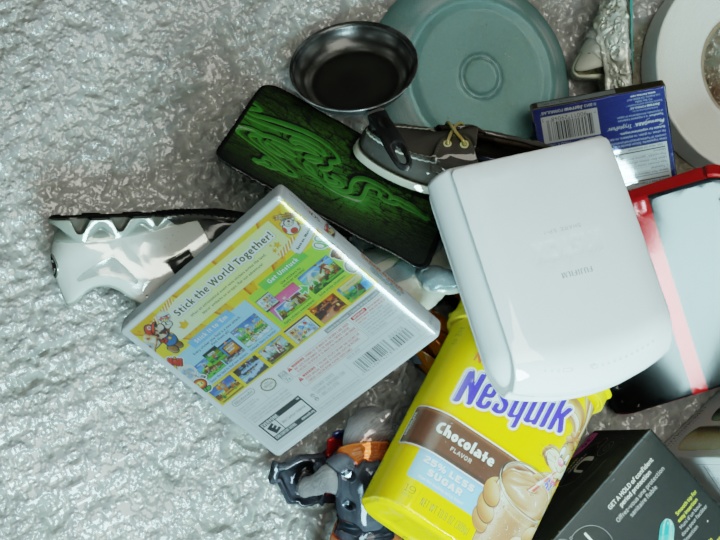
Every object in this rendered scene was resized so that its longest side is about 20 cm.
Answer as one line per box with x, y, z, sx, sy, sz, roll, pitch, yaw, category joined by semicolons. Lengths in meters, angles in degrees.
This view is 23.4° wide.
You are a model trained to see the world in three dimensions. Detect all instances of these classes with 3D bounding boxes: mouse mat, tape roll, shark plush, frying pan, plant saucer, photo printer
-0.016;-0.082;1.468;0.199;0.161;0.008;28;121;-2;mouse mat
0.363;-0.189;1.649;0.200;0.037;0.205;1;85;-16;tape roll
0.000;0.000;1.454;0.198;0.091;0.084;-3;64;-12;shark plush
0.019;-0.154;1.494;0.115;0.031;0.190;-35;55;-22;frying pan
0.104;-0.172;1.570;0.198;0.036;0.202;1;85;-16;plant saucer
0.157;0.003;1.406;0.165;0.069;0.202;-12;77;-22;photo printer

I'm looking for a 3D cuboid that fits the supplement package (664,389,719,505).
0.393;0.174;1.537;0.151;0.200;0.151;-40;96;-16;supplement package

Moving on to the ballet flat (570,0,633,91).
0.225;-0.162;1.590;0.071;0.072;0.202;-3;87;-17;ballet flat

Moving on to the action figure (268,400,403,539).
0.031;0.206;1.480;0.198;0.105;0.196;-10;97;-15;action figure

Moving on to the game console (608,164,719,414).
0.282;0.018;1.552;0.175;0.031;0.202;-17;105;13;game console

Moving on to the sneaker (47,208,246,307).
-0.161;-0.007;1.462;0.198;0.074;0.090;-4;96;-11;sneaker

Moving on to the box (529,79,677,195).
0.226;-0.061;1.557;0.120;0.032;0.202;-9;106;5;box

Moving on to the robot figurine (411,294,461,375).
0.120;0.071;1.539;0.200;0.058;0.145;40;76;-9;robot figurine

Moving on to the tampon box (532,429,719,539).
0.247;0.262;1.524;0.150;0.126;0.200;-45;97;-16;tampon box

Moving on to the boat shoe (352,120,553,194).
0.095;-0.098;1.498;0.199;0.072;0.061;15;125;-8;boat shoe

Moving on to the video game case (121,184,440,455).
-0.066;0.046;1.417;0.182;0.200;0.023;40;31;-20;video game case

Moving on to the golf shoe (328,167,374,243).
-0.006;0.014;1.500;0.087;0.077;0.202;25;78;-18;golf shoe

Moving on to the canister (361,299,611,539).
0.105;0.141;1.437;0.148;0.086;0.201;34;68;-11;canister
